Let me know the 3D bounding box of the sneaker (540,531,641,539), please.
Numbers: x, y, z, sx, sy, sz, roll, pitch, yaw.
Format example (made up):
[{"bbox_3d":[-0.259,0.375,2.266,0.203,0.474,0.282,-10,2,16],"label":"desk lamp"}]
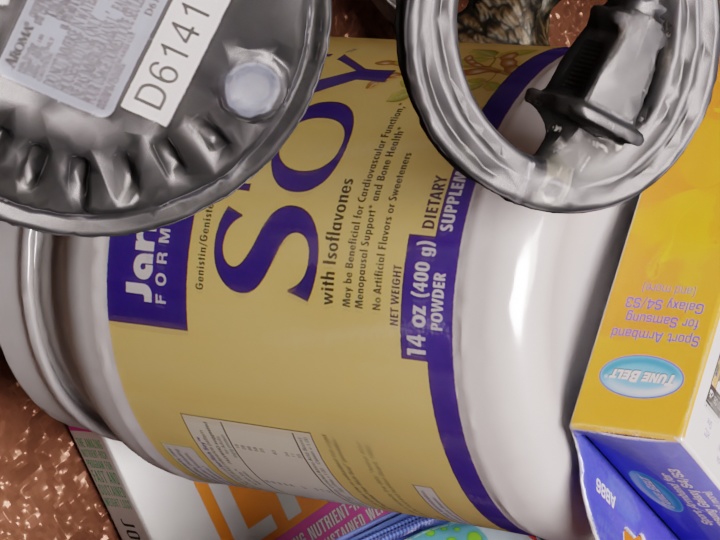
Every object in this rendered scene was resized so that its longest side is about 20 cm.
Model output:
[{"bbox_3d":[0.133,0.126,0.989,0.078,0.112,0.200,-49,152,1],"label":"sneaker"}]

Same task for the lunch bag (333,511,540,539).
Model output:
[{"bbox_3d":[-0.021,0.155,0.858,0.199,0.161,0.083,-25,62,-14],"label":"lunch bag"}]

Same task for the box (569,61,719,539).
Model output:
[{"bbox_3d":[0.120,0.004,0.781,0.119,0.041,0.201,45,56,-51],"label":"box"}]

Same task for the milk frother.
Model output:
[{"bbox_3d":[-0.024,-0.095,0.727,0.200,0.188,0.180,40,105,-22],"label":"milk frother"}]

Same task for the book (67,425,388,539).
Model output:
[{"bbox_3d":[-0.030,0.066,0.961,0.133,0.048,0.201,-33,107,-29],"label":"book"}]

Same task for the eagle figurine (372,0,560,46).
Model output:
[{"bbox_3d":[0.057,-0.040,0.974,0.151,0.151,0.201,11,90,-23],"label":"eagle figurine"}]

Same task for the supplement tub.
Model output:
[{"bbox_3d":[0.000,0.000,0.817,0.145,0.199,0.146,-13,106,-56],"label":"supplement tub"}]
